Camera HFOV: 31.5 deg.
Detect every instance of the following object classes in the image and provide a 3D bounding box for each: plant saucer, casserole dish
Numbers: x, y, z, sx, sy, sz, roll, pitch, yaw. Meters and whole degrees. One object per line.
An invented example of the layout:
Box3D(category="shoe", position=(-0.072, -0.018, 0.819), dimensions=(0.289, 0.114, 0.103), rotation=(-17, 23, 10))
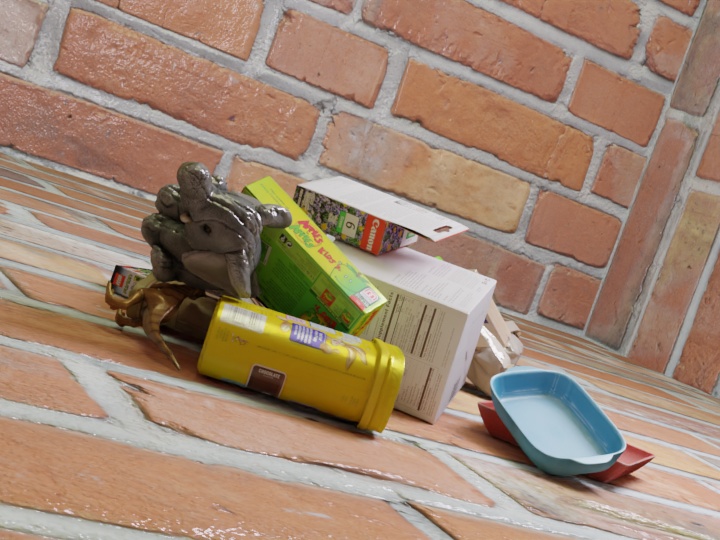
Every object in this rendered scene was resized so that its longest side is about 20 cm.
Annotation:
Box3D(category="plant saucer", position=(0.258, 0.216, 1.610), dimensions=(0.199, 0.037, 0.200), rotation=(21, 3, 22))
Box3D(category="casserole dish", position=(0.227, 0.181, 1.500), dimensions=(0.121, 0.039, 0.200), rotation=(-3, 29, -20))

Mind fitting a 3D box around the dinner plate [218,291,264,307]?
Box3D(category="dinner plate", position=(-0.157, 0.033, 1.683), dimensions=(0.200, 0.024, 0.200), rotation=(50, 4, -4))

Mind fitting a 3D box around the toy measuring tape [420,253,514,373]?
Box3D(category="toy measuring tape", position=(0.119, 0.066, 1.654), dimensions=(0.200, 0.074, 0.074), rotation=(56, 12, 11))

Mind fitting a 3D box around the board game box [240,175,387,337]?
Box3D(category="board game box", position=(-0.073, 0.001, 1.445), dimensions=(0.200, 0.102, 0.048), rotation=(47, 39, 12))

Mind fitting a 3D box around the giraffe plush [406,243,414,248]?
Box3D(category="giraffe plush", position=(0.022, 0.057, 1.959), dimensions=(0.172, 0.200, 0.162), rotation=(23, 32, -5))

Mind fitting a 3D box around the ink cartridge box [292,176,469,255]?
Box3D(category="ink cartridge box", position=(0.023, -0.059, 1.592), dimensions=(0.200, 0.050, 0.109), rotation=(24, 20, 23))

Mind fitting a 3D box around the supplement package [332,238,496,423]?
Box3D(category="supplement package", position=(0.038, 0.064, 1.566), dimensions=(0.200, 0.151, 0.152), rotation=(21, 20, 13))

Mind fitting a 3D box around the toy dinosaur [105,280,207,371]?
Box3D(category="toy dinosaur", position=(-0.219, 0.041, 1.368), dimensions=(0.106, 0.061, 0.200), rotation=(-2, 21, 11))

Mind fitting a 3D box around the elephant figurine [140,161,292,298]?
Box3D(category="elephant figurine", position=(-0.144, -0.037, 1.336), dimensions=(0.155, 0.142, 0.200), rotation=(-5, 0, -29))

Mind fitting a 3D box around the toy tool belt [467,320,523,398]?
Box3D(category="toy tool belt", position=(0.184, 0.121, 1.969), dimensions=(0.123, 0.125, 0.200), rotation=(29, 4, 9))

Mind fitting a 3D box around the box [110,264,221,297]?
Box3D(category="box", position=(-0.238, 0.032, 1.711), dimensions=(0.110, 0.035, 0.200), rotation=(21, 4, 21))

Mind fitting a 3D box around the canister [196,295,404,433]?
Box3D(category="canister", position=(-0.064, 0.094, 1.336), dimensions=(0.200, 0.087, 0.149), rotation=(18, 3, -5))

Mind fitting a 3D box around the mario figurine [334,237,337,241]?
Box3D(category="mario figurine", position=(0.000, 0.000, 1.710), dimensions=(0.200, 0.106, 0.123), rotation=(38, 20, 5))

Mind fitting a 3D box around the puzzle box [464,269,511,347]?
Box3D(category="puzzle box", position=(0.099, 0.053, 1.777), dimensions=(0.200, 0.025, 0.133), rotation=(0, -44, 36))

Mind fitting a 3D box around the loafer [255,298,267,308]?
Box3D(category="loafer", position=(-0.139, -0.020, 1.596), dimensions=(0.073, 0.072, 0.200), rotation=(42, -3, 23))

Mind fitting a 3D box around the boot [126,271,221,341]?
Box3D(category="boot", position=(-0.158, 0.051, 1.522), dimensions=(0.200, 0.066, 0.175), rotation=(19, 27, 9))
